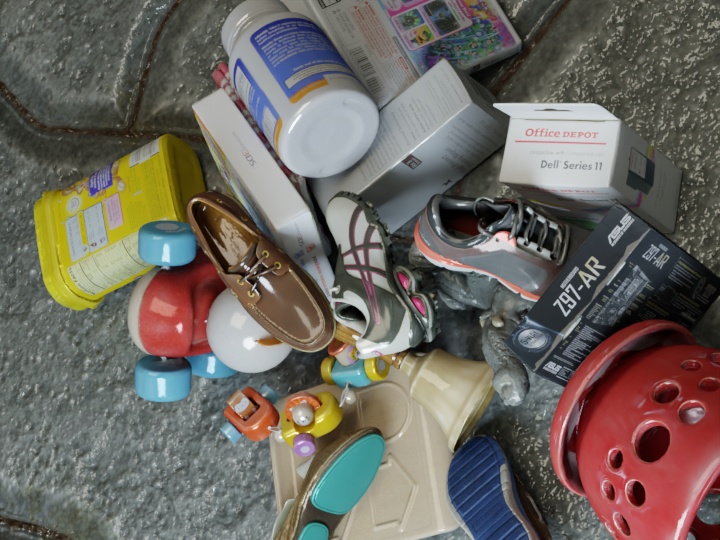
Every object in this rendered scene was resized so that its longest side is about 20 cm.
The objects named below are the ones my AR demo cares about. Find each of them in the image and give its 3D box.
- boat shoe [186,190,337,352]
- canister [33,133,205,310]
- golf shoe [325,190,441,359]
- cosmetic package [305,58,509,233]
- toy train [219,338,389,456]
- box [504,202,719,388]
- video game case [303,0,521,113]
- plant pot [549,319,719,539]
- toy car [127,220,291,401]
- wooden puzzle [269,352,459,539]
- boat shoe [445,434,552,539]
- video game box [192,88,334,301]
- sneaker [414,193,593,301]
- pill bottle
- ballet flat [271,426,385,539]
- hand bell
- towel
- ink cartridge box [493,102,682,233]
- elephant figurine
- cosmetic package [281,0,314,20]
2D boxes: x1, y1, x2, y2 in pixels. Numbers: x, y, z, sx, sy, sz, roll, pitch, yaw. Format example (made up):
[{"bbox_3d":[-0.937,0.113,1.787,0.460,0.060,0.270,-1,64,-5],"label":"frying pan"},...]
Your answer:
[{"bbox_3d":[-0.104,0.001,1.513,0.072,0.068,0.200,-43,76,6],"label":"boat shoe"},{"bbox_3d":[-0.280,-0.058,1.823,0.199,0.086,0.149,-25,63,24],"label":"canister"},{"bbox_3d":[0.000,0.000,1.504,0.088,0.077,0.200,-26,50,-9],"label":"golf shoe"},{"bbox_3d":[0.052,-0.121,1.613,0.200,0.102,0.074,-40,56,18],"label":"cosmetic package"},{"bbox_3d":[-0.060,0.110,1.588,0.200,0.056,0.150,-42,35,-6],"label":"toy train"},{"bbox_3d":[0.233,0.039,1.380,0.044,0.200,0.160,43,101,34],"label":"box"},{"bbox_3d":[0.047,-0.279,1.646,0.181,0.024,0.201,-24,67,-9],"label":"video game case"},{"bbox_3d":[0.276,0.157,1.323,0.182,0.200,0.201,35,96,44],"label":"plant pot"},{"bbox_3d":[-0.123,0.049,1.618,0.199,0.177,0.185,15,109,29],"label":"toy car"},{"bbox_3d":[0.006,0.198,1.581,0.199,0.046,0.186,-18,66,23],"label":"wooden puzzle"},{"bbox_3d":[0.136,0.238,1.456,0.072,0.072,0.200,-39,32,15],"label":"boat shoe"},{"bbox_3d":[-0.098,-0.070,1.647,0.047,0.183,0.200,-29,56,-10],"label":"video game box"},{"bbox_3d":[0.146,-0.025,1.393,0.199,0.082,0.077,10,65,5],"label":"sneaker"},{"bbox_3d":[-0.070,-0.197,1.598,0.112,0.112,0.200,-45,49,14],"label":"pill bottle"},{"bbox_3d":[-0.047,0.236,1.542,0.072,0.068,0.201,27,92,52],"label":"ballet flat"},{"bbox_3d":[0.035,0.082,1.515,0.199,0.104,0.104,32,94,13],"label":"hand bell"},{"bbox_3d":[-0.093,-0.122,1.687,0.030,0.147,0.200,-31,58,-6],"label":"towel"},{"bbox_3d":[0.209,-0.094,1.437,0.117,0.200,0.068,5,78,35],"label":"ink cartridge box"},{"bbox_3d":[0.152,0.023,1.478,0.200,0.141,0.156,41,102,35],"label":"elephant figurine"},{"bbox_3d":[-0.027,-0.252,1.715,0.101,0.074,0.201,-22,63,25],"label":"cosmetic package"}]
